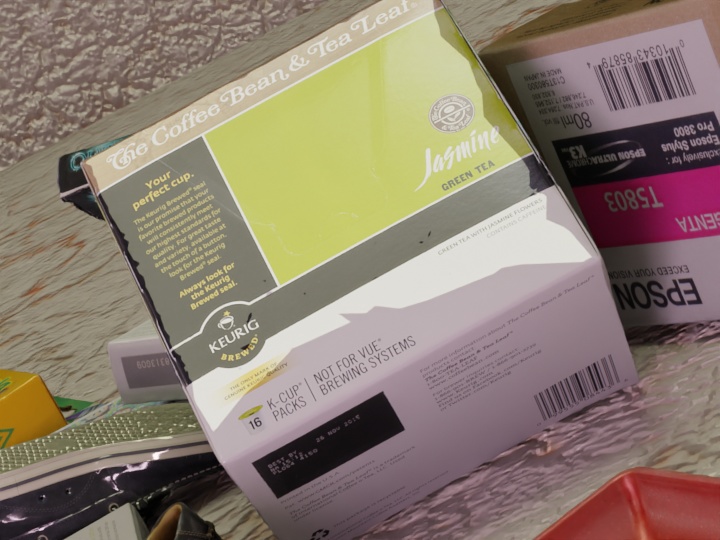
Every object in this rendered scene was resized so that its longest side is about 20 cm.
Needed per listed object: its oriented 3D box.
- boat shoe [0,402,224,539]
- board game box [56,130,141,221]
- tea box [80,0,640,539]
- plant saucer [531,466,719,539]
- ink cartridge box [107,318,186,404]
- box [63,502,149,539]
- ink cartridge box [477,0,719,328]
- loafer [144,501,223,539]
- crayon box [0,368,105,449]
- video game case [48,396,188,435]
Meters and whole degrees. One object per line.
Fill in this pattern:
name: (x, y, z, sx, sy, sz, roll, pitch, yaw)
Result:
boat shoe: (-0.140, 0.122, 1.296, 0.199, 0.063, 0.075, -15, 14, -9)
board game box: (-0.057, -0.035, 1.267, 0.135, 0.200, 0.028, -15, 63, 29)
tea box: (0.000, 0.000, 1.105, 0.199, 0.134, 0.197, -28, 58, 0)
plant saucer: (0.087, 0.146, 0.800, 0.199, 0.037, 0.200, -35, 15, -23)
ink cartridge box: (-0.043, 0.028, 1.446, 0.159, 0.048, 0.200, -8, 12, 32)
box: (-0.193, 0.201, 1.165, 0.199, 0.036, 0.144, -31, 13, -4)
ink cartridge box: (0.168, -0.061, 1.103, 0.075, 0.166, 0.200, -30, 11, -32)
loafer: (-0.131, 0.185, 1.017, 0.200, 0.073, 0.073, -39, 18, -34)
crayon box: (-0.291, 0.127, 1.597, 0.200, 0.052, 0.126, -34, 15, -23)
video game case: (-0.167, 0.121, 1.421, 0.199, 0.024, 0.182, -29, 14, -3)
